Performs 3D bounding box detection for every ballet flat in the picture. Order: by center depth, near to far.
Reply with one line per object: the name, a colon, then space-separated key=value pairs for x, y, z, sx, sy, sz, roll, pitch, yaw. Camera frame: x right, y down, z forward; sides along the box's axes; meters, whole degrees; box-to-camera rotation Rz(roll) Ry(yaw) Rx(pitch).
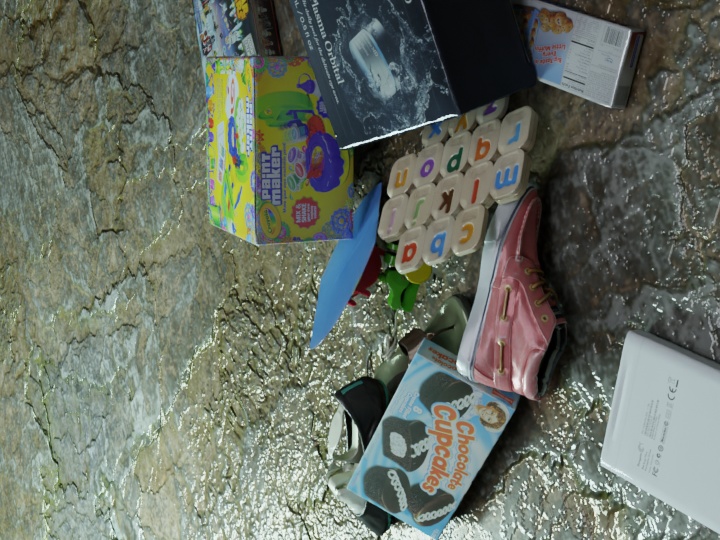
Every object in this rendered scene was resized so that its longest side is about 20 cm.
ballet flat: x=-0.006 y=0.214 z=1.368 sx=0.068 sy=0.067 sz=0.203 roll=-146 pitch=49 yaw=-59

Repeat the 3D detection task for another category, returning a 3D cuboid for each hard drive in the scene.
hard drive: x=0.298 y=0.147 z=1.033 sx=0.199 sy=0.026 sz=0.134 roll=27 pitch=114 yaw=48

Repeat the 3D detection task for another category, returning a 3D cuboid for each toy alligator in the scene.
toy alligator: x=0.044 y=-0.004 z=1.285 sx=0.059 sy=0.054 sz=0.203 roll=-117 pitch=49 yaw=-79

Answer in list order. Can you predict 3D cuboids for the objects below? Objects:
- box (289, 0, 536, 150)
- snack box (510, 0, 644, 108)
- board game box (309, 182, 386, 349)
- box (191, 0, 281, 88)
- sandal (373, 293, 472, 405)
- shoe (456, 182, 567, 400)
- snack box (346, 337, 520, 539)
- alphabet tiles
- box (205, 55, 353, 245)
box: x=0.042 y=-0.242 z=1.183 sx=0.199 sy=0.117 sz=0.200 roll=-8 pitch=104 yaw=53
snack box: x=0.181 y=-0.217 z=1.151 sx=0.199 sy=0.024 sz=0.073 roll=33 pitch=119 yaw=46
board game box: x=0.000 y=0.000 z=1.348 sx=0.159 sy=0.038 sz=0.201 roll=-57 pitch=15 yaw=32
box: x=-0.160 y=-0.300 z=1.570 sx=0.136 sy=0.039 sz=0.204 roll=-21 pitch=76 yaw=50
sandal: x=0.065 y=0.100 z=1.302 sx=0.201 sy=0.057 sz=0.081 roll=-48 pitch=57 yaw=43
shoe: x=0.163 y=0.021 z=1.169 sx=0.090 sy=0.071 sz=0.203 roll=18 pitch=98 yaw=28
snack box: x=0.074 y=0.180 z=1.267 sx=0.115 sy=0.037 sz=0.202 roll=28 pitch=122 yaw=5
alphabet tiles: x=0.095 y=-0.094 z=1.211 sx=0.198 sy=0.015 sz=0.198 roll=-18 pitch=51 yaw=46
box: x=-0.097 y=-0.144 z=1.395 sx=0.192 sy=0.120 sz=0.204 roll=-156 pitch=65 yaw=-65
